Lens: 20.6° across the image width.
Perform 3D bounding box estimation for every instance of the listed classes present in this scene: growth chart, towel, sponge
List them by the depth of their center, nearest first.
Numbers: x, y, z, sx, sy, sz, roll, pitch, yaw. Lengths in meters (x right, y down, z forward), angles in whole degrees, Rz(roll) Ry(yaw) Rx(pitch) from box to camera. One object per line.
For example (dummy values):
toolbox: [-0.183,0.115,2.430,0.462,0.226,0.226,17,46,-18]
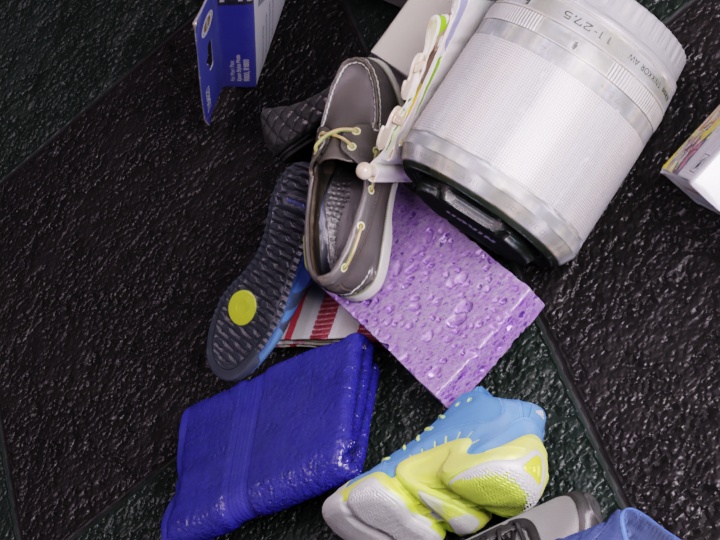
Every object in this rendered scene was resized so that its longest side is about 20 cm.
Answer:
growth chart: [0.067,-0.154,1.562,0.018,0.144,0.201,30,96,23]
sponge: [0.052,0.017,1.585,0.112,0.030,0.200,-48,41,0]
towel: [-0.070,0.144,1.617,0.199,0.050,0.149,-26,39,31]
towel: [0.000,0.000,1.683,0.199,0.023,0.145,-3,59,40]

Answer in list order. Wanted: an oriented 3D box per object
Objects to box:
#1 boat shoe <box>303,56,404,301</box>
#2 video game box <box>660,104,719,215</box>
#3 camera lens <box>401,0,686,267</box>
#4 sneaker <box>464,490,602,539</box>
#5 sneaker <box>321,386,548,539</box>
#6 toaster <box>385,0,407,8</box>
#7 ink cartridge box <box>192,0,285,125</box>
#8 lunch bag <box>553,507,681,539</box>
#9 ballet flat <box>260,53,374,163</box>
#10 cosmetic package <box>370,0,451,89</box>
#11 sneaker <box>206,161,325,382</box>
boat shoe: [-0.007,-0.080,1.598,0.071,0.060,0.204,-4,76,31]
video game box: [0.301,-0.126,1.398,0.200,0.047,0.182,-48,4,6]
camera lens: [0.138,-0.116,1.528,0.159,0.160,0.201,27,82,49]
sneaker: [0.086,0.220,1.403,0.199,0.079,0.074,-37,41,16]
sneaker: [0.064,0.149,1.494,0.199,0.076,0.106,-16,34,36]
toaster: [0.033,-0.334,1.756,0.119,0.201,0.180,-45,48,-15]
ink cartridge box: [-0.102,-0.259,1.843,0.040,0.200,0.202,16,69,5]
lunch bag: [0.161,0.270,1.255,0.132,0.136,0.201,-30,47,24]
ballet flat: [-0.013,-0.168,1.771,0.199,0.066,0.057,-35,79,23]
cosmetic package: [0.103,-0.232,1.674,0.073,0.104,0.201,36,87,18]
sneaker: [-0.061,0.006,1.677,0.066,0.078,0.202,28,95,31]
